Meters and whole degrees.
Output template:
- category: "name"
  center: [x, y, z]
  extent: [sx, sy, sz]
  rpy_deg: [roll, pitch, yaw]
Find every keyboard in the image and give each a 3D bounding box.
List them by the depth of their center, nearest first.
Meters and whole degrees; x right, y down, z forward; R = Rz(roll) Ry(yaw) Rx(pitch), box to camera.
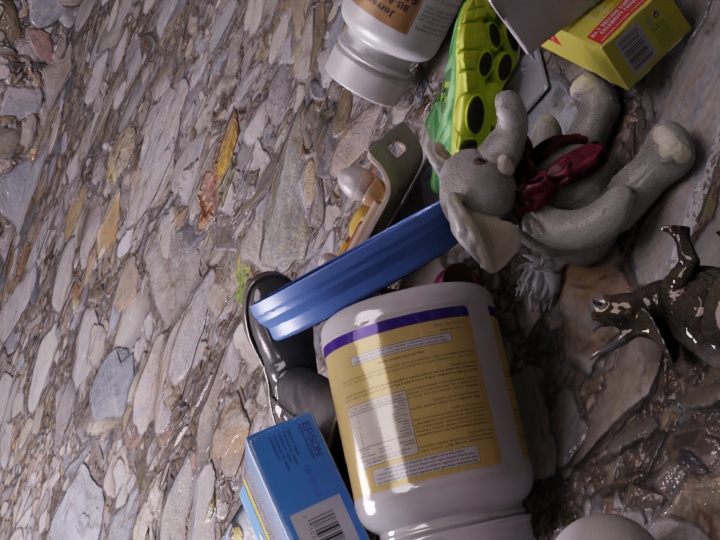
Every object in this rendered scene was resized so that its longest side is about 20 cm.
- category: "keyboard"
  center: [0.115, -0.128, 1.278]
  extent: [0.200, 0.011, 0.057]
  rpy_deg: [-49, 40, 39]

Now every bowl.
- category: "bowl"
  center: [0.000, 0.000, 1.133]
  extent: [0.200, 0.199, 0.040]
  rpy_deg: [-26, 93, 55]

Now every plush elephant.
- category: "plush elephant"
  center: [0.131, -0.073, 1.049]
  extent: [0.202, 0.153, 0.165]
  rpy_deg: [-60, 29, 21]

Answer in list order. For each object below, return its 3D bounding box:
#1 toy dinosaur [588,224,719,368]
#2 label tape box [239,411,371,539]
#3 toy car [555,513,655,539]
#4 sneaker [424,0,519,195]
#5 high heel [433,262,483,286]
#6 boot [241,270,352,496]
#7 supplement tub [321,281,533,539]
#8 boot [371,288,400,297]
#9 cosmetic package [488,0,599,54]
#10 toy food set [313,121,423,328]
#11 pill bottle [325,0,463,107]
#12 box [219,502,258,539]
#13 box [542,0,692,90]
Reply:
- category: "toy dinosaur"
  center: [0.243, 0.024, 0.892]
  extent: [0.199, 0.076, 0.104]
  rpy_deg: [12, 96, 58]
- category: "label tape box"
  center: [-0.047, 0.221, 1.144]
  extent: [0.200, 0.063, 0.146]
  rpy_deg: [107, 140, -67]
- category: "toy car"
  center: [0.120, 0.262, 0.873]
  extent: [0.200, 0.148, 0.177]
  rpy_deg: [-49, 35, 37]
- category: "sneaker"
  center: [0.094, -0.162, 1.244]
  extent: [0.083, 0.073, 0.203]
  rpy_deg: [-1, 78, 55]
- category: "high heel"
  center: [0.086, 0.096, 1.172]
  extent: [0.096, 0.066, 0.203]
  rpy_deg: [58, -141, -81]
- category: "boot"
  center: [-0.045, 0.101, 1.204]
  extent: [0.200, 0.072, 0.184]
  rpy_deg: [-145, 38, -74]
- category: "supplement tub"
  center: [0.055, 0.124, 1.046]
  extent: [0.145, 0.144, 0.203]
  rpy_deg: [-30, 68, 53]
- category: "boot"
  center: [0.012, 0.119, 1.275]
  extent: [0.165, 0.065, 0.203]
  rpy_deg: [-159, 77, -76]
- category: "cosmetic package"
  center: [0.176, -0.282, 1.063]
  extent: [0.199, 0.107, 0.091]
  rpy_deg: [-33, 33, 12]
- category: "toy food set"
  center: [-0.011, -0.045, 1.335]
  extent: [0.202, 0.060, 0.144]
  rpy_deg: [-60, -4, 23]
- category: "pill bottle"
  center: [0.044, -0.281, 1.387]
  extent: [0.202, 0.113, 0.115]
  rpy_deg: [-62, 29, 20]
- category: "box"
  center: [-0.055, 0.287, 1.257]
  extent: [0.138, 0.040, 0.201]
  rpy_deg: [-58, 46, 25]
- category: "box"
  center: [0.190, -0.216, 1.118]
  extent: [0.075, 0.050, 0.200]
  rpy_deg: [-43, 31, 2]
